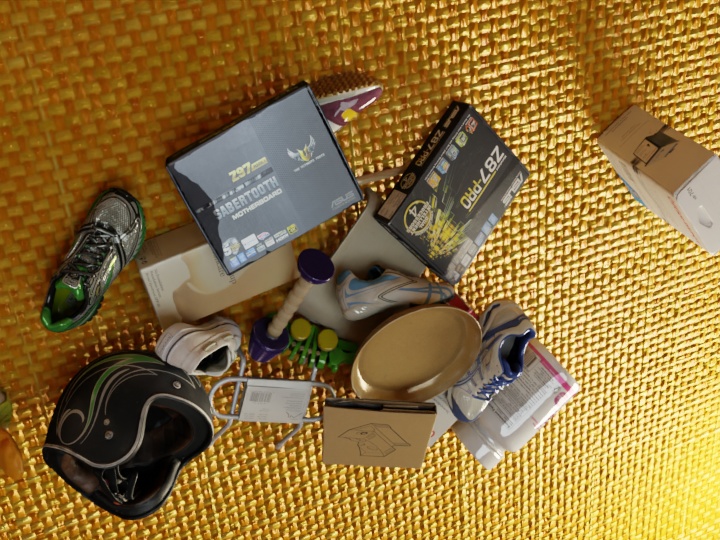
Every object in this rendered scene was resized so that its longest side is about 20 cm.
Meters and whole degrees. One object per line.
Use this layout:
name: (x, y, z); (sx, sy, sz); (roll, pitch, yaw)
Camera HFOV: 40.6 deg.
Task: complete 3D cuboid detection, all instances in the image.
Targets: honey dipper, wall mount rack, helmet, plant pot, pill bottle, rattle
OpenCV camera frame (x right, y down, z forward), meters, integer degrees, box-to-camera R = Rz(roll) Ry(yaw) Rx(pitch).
honey dipper: (-0.007, -0.119, 1.320); (0.196, 0.038, 0.039); (-16, 122, -21)
wall mount rack: (-0.141, 0.198, 1.407); (0.196, 0.075, 0.177); (7, 109, -27)
helmet: (-0.294, 0.198, 1.259); (0.192, 0.197, 0.202); (-56, 133, -33)
plant pot: (0.075, 0.116, 1.359); (0.196, 0.028, 0.203); (-14, 136, -14)
pill bottle: (0.246, 0.217, 1.565); (0.200, 0.114, 0.113); (-44, 125, 4)
rattle: (-0.529, 0.207, 1.195); (0.197, 0.145, 0.131); (17, 127, -37)

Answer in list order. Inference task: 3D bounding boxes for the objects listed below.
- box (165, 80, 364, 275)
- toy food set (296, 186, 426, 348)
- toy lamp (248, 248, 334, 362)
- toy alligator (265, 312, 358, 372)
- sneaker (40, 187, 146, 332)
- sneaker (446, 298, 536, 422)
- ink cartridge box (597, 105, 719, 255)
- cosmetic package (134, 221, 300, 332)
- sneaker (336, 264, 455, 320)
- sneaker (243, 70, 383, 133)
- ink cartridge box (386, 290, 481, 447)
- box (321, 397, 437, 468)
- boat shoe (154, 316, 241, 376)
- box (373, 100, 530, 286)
box: (-0.115, -0.112, 1.182); (0.197, 0.051, 0.160); (-29, 110, -2)
toy food set: (0.000, 0.000, 1.378); (0.143, 0.060, 0.202); (36, 90, -34)
toy lamp: (-0.099, 0.053, 1.287); (0.057, 0.059, 0.201); (7, 137, -27)
toy alligator: (-0.048, 0.118, 1.375); (0.196, 0.059, 0.055); (22, 70, -7)
sneaker: (-0.326, -0.007, 1.188); (0.077, 0.085, 0.203); (27, 103, -4)
sneaker: (0.189, 0.144, 1.414); (0.074, 0.088, 0.204); (6, 114, -30)
ink cartridge box: (0.455, -0.134, 1.420); (0.086, 0.200, 0.146); (-43, 125, 3)
cosmetic package: (-0.187, -0.011, 1.270); (0.197, 0.071, 0.107); (-23, 123, -11)
sneaker: (0.053, 0.026, 1.345); (0.197, 0.071, 0.074); (-2, 76, -37)
sneaker: (-0.058, -0.183, 1.239); (0.196, 0.075, 0.091); (-20, 121, -3)
ink cartridge box: (0.119, 0.149, 1.488); (0.200, 0.084, 0.144); (-45, 126, 3)
box: (0.022, 0.243, 1.438); (0.159, 0.022, 0.201); (3, 147, -2)
boat shoe: (-0.197, 0.110, 1.268); (0.074, 0.066, 0.199); (-55, 165, 12)
box: (0.130, -0.106, 1.356); (0.161, 0.049, 0.202); (40, 82, -37)
